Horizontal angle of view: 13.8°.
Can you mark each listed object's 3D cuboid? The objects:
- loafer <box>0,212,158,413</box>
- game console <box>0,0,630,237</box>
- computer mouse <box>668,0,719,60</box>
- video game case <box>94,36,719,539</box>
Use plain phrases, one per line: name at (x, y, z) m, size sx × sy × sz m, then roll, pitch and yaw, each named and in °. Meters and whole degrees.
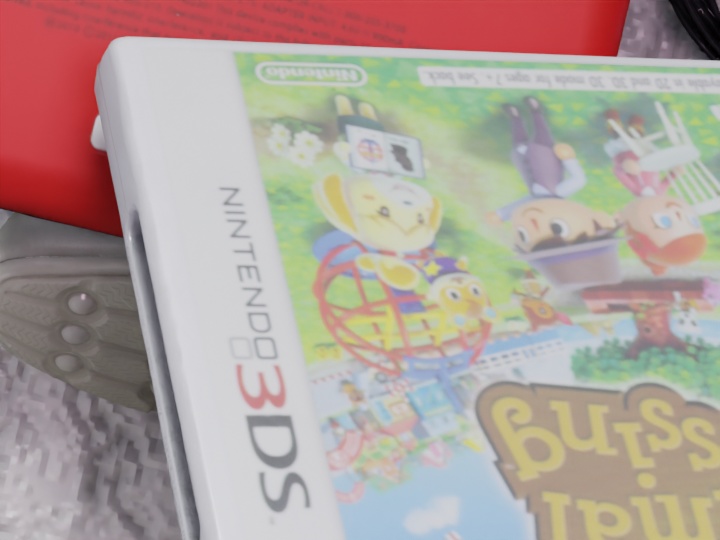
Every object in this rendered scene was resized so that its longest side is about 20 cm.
loafer at (0.000, 0.000, 0.780) m, size 0.200 × 0.070 × 0.070 m, roll 5°, pitch 52°, yaw -15°
game console at (-0.040, -0.090, 0.761) m, size 0.200 × 0.119 × 0.172 m, roll 13°, pitch 90°, yaw -14°
computer mouse at (0.088, -0.141, 0.841) m, size 0.059 × 0.034 × 0.200 m, roll -18°, pitch 95°, yaw -19°
video game case at (0.052, 0.023, 0.660) m, size 0.200 × 0.022 × 0.182 m, roll 1°, pitch 52°, yaw -20°
